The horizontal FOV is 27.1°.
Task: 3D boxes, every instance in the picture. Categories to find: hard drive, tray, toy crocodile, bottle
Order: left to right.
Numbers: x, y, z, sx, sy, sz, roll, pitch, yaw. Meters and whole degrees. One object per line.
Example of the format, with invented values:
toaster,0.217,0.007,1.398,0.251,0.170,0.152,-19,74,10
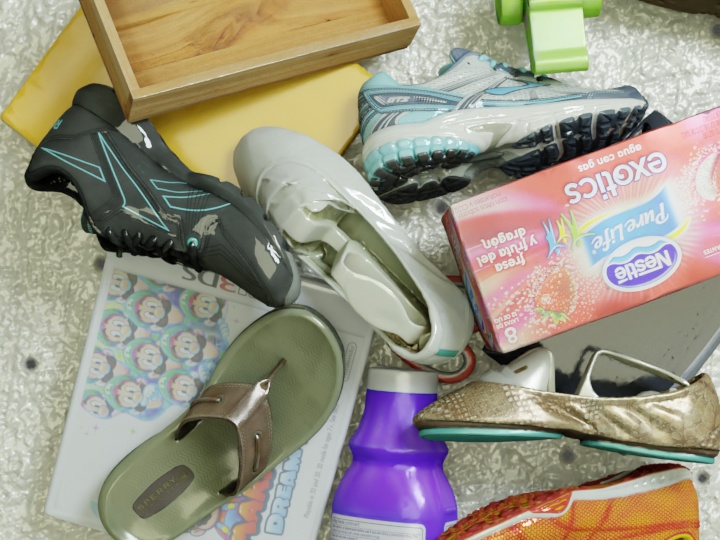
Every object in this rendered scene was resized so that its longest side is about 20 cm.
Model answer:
tray,-0.071,-0.168,0.954,0.198,0.037,0.099,-18,75,-21
bottle,0.021,0.165,0.971,0.083,0.065,0.202,2,87,28
toy crocodile,0.121,-0.219,0.970,0.067,0.062,0.202,0,69,1
hard drive,0.187,0.008,0.989,0.134,0.042,0.201,36,89,1

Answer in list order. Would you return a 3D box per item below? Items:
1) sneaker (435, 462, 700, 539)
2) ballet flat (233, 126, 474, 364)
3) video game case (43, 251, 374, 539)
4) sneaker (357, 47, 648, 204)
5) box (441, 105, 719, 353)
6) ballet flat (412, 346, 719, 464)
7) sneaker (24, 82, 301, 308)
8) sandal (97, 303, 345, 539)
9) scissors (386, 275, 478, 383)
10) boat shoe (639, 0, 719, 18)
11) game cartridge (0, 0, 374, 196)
sneaker,0.136,0.173,0.945,0.198,0.073,0.078,-7,84,-22
ballet flat,-0.011,-0.018,0.929,0.200,0.069,0.069,44,90,10
video game case,-0.098,0.089,0.982,0.180,0.024,0.202,15,99,-2
sneaker,0.092,-0.109,0.969,0.198,0.078,0.087,-9,67,-16
box,0.157,-0.026,0.919,0.198,0.103,0.095,-20,89,-1
ballet flat,0.132,0.081,0.940,0.198,0.071,0.066,6,82,-7
sneaker,-0.123,-0.031,0.932,0.199,0.076,0.079,37,69,18
sandal,-0.085,0.108,0.944,0.080,0.057,0.201,44,97,-5
scissors,0.000,0.000,1.005,0.199,0.014,0.074,32,90,1
boat shoe,0.255,-0.198,0.979,0.198,0.073,0.065,18,55,-12
game cartridge,-0.110,-0.110,0.997,0.199,0.032,0.177,38,91,1
